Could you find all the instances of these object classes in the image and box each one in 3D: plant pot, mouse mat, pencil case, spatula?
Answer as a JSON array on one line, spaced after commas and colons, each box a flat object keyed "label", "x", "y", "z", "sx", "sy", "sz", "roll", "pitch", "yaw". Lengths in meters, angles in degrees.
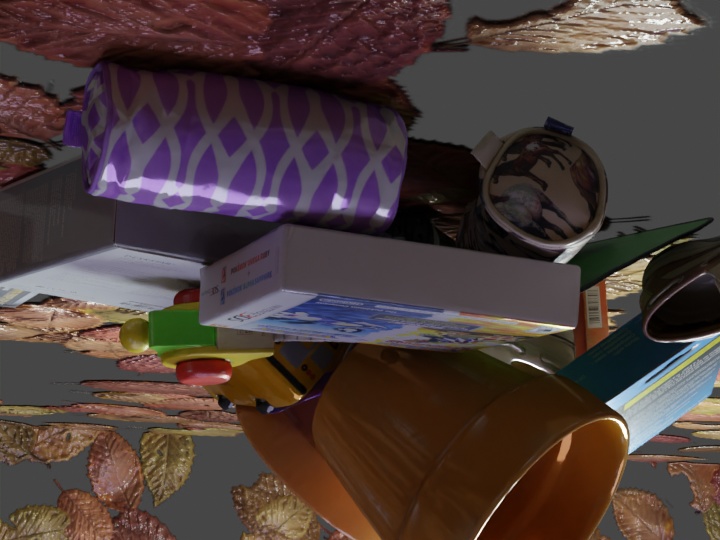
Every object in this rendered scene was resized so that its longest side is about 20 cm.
[{"label": "plant pot", "x": 0.068, "y": 0.137, "z": 1.124, "sx": 0.183, "sy": 0.201, "sz": 0.200, "roll": 38, "pitch": -171, "yaw": 31}, {"label": "mouse mat", "x": 0.155, "y": 0.001, "z": 1.141, "sx": 0.199, "sy": 0.008, "sz": 0.160, "roll": -22, "pitch": -174, "yaw": -40}, {"label": "pencil case", "x": -0.068, "y": -0.072, "z": 0.884, "sx": 0.198, "sy": 0.085, "sz": 0.085, "roll": 9, "pitch": -170, "yaw": -23}, {"label": "spatula", "x": 0.002, "y": 0.056, "z": 1.186, "sx": 0.200, "sy": 0.021, "sz": 0.057, "roll": -42, "pitch": -178, "yaw": 25}, {"label": "plant pot", "x": 0.010, "y": 0.126, "z": 1.307, "sx": 0.200, "sy": 0.140, "sz": 0.200, "roll": 40, "pitch": -170, "yaw": -9}, {"label": "pencil case", "x": 0.108, "y": -0.037, "z": 1.007, "sx": 0.078, "sy": 0.090, "sz": 0.200, "roll": -40, "pitch": 173, "yaw": -8}]

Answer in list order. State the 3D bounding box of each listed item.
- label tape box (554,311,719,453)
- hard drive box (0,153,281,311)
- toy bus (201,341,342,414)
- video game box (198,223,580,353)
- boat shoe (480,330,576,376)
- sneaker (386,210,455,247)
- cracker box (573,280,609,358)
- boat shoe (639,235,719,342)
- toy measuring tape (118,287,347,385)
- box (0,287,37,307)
[{"label": "label tape box", "x": 0.226, "y": 0.082, "z": 1.227, "sx": 0.143, "sy": 0.064, "sz": 0.201, "roll": -33, "pitch": 157, "yaw": -11}, {"label": "hard drive box", "x": -0.160, "y": -0.027, "z": 1.107, "sx": 0.155, "sy": 0.078, "sz": 0.199, "roll": 11, "pitch": 166, "yaw": -38}, {"label": "toy bus", "x": -0.089, "y": 0.067, "z": 1.237, "sx": 0.065, "sy": 0.079, "sz": 0.200, "roll": 44, "pitch": 163, "yaw": -14}, {"label": "video game box", "x": 0.012, "y": 0.017, "z": 0.975, "sx": 0.198, "sy": 0.047, "sz": 0.182, "roll": 8, "pitch": 171, "yaw": -20}, {"label": "boat shoe", "x": 0.101, "y": 0.079, "z": 1.247, "sx": 0.200, "sy": 0.087, "sz": 0.074, "roll": 15, "pitch": 148, "yaw": -36}, {"label": "sneaker", "x": 0.000, "y": 0.000, "z": 1.230, "sx": 0.198, "sy": 0.067, "sz": 0.090, "roll": -10, "pitch": 161, "yaw": 38}, {"label": "cracker box", "x": 0.132, "y": 0.079, "z": 1.401, "sx": 0.198, "sy": 0.136, "sz": 0.057, "roll": -6, "pitch": 176, "yaw": 34}, {"label": "boat shoe", "x": 0.284, "y": 0.005, "z": 1.084, "sx": 0.076, "sy": 0.072, "sz": 0.199, "roll": 45, "pitch": 134, "yaw": -15}, {"label": "toy measuring tape", "x": -0.079, "y": 0.048, "z": 1.109, "sx": 0.197, "sy": 0.075, "sz": 0.074, "roll": 0, "pitch": 169, "yaw": -14}, {"label": "box", "x": -0.341, "y": -0.014, "z": 1.270, "sx": 0.157, "sy": 0.049, "sz": 0.200, "roll": 7, "pitch": 168, "yaw": -25}]
